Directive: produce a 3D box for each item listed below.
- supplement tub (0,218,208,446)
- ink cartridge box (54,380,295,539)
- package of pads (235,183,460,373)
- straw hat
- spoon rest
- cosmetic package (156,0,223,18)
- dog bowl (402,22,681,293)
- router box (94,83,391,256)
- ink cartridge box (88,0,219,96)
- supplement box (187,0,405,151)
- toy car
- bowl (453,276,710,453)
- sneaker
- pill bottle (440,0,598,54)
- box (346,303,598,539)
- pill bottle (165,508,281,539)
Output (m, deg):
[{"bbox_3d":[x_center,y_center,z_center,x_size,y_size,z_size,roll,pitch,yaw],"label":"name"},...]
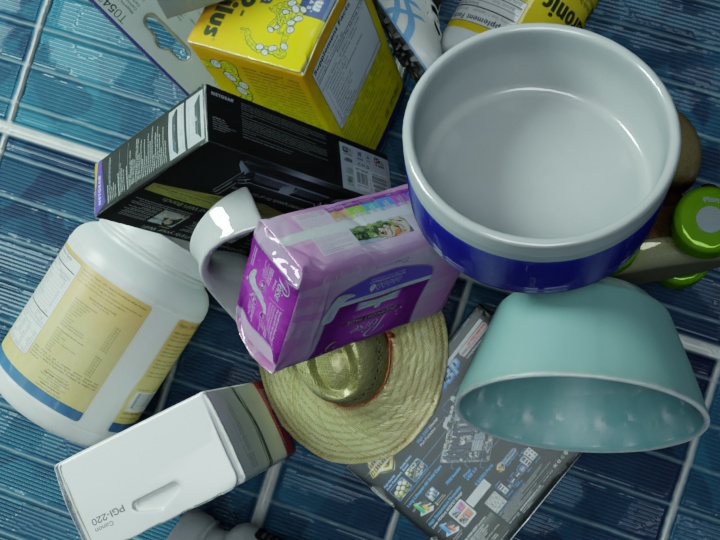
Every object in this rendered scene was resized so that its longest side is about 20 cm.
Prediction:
[{"bbox_3d":[-0.232,0.046,0.905,0.144,0.145,0.200,34,92,7],"label":"supplement tub"},{"bbox_3d":[-0.155,0.167,0.862,0.145,0.200,0.085,-27,85,5],"label":"ink cartridge box"},{"bbox_3d":[0.000,0.000,0.796,0.076,0.200,0.121,48,137,30],"label":"package of pads"},{"bbox_3d":[-0.018,0.073,0.873,0.200,0.085,0.202,-2,82,16],"label":"straw hat"},{"bbox_3d":[-0.107,0.005,0.833,0.060,0.200,0.100,-19,62,-11],"label":"spoon rest"},{"bbox_3d":[-0.103,-0.310,0.776,0.150,0.052,0.201,-14,62,5],"label":"cosmetic package"},{"bbox_3d":[0.133,-0.086,0.736,0.199,0.079,0.201,-2,62,4],"label":"dog bowl"},{"bbox_3d":[-0.097,-0.072,0.821,0.157,0.200,0.052,-24,62,39],"label":"router box"},{"bbox_3d":[-0.132,-0.272,0.907,0.200,0.043,0.196,-44,118,3],"label":"ink cartridge box"},{"bbox_3d":[-0.046,-0.175,0.844,0.109,0.200,0.109,19,75,20],"label":"supplement box"},{"bbox_3d":[0.234,-0.088,0.850,0.157,0.164,0.201,-10,77,7],"label":"toy car"},{"bbox_3d":[0.180,0.072,0.798,0.200,0.201,0.105,5,66,7],"label":"bowl"},{"bbox_3d":[0.049,-0.245,0.880,0.072,0.072,0.200,-20,51,10],"label":"sneaker"},{"bbox_3d":[0.140,-0.221,0.885,0.111,0.111,0.200,30,92,7],"label":"pill bottle"},{"bbox_3d":[0.110,0.157,0.907,0.159,0.046,0.200,38,93,7],"label":"box"},{"bbox_3d":[-0.091,0.303,0.894,0.200,0.111,0.112,29,92,8],"label":"pill bottle"}]
